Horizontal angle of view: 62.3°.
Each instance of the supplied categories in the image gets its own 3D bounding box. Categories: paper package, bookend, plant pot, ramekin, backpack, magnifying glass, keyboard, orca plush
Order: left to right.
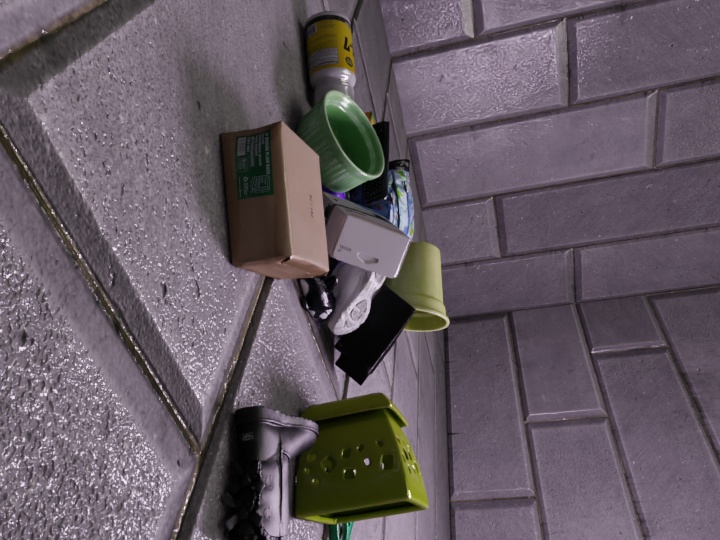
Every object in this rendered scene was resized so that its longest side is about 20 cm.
[{"bbox_3d":[-0.126,-0.098,0.918,0.190,0.101,0.206,26,58,-75],"label":"paper package"},{"bbox_3d":[-0.076,0.008,1.149,0.105,0.069,0.205,-59,140,-71],"label":"orca plush"},{"bbox_3d":[-0.046,-0.265,1.258,0.199,0.096,0.204,37,39,-37],"label":"ramekin"},{"bbox_3d":[-0.027,0.504,1.202,0.200,0.022,0.082,29,54,-73],"label":"magnifying glass"},{"bbox_3d":[0.000,0.329,1.043,0.201,0.194,0.185,59,20,-60],"label":"plant pot"},{"bbox_3d":[0.011,0.172,1.334,0.199,0.091,0.201,-48,170,-35],"label":"bookend"},{"bbox_3d":[0.015,-0.235,1.343,0.020,0.126,0.205,22,61,-39],"label":"keyboard"},{"bbox_3d":[0.050,-0.139,1.379,0.153,0.160,0.205,-18,95,-55],"label":"backpack"},{"bbox_3d":[0.129,0.034,1.479,0.201,0.195,0.189,55,39,-64],"label":"plant pot"}]

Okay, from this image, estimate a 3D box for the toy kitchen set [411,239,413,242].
[{"bbox_3d":[0.138,-0.072,1.878,0.183,0.195,0.166,-83,161,-49],"label":"toy kitchen set"}]

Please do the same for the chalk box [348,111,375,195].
[{"bbox_3d":[-0.010,-0.275,1.511,0.125,0.122,0.203,-81,160,-52],"label":"chalk box"}]

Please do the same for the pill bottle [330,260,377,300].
[{"bbox_3d":[0.000,0.000,1.406,0.200,0.111,0.117,-63,143,-68],"label":"pill bottle"}]

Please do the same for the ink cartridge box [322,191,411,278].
[{"bbox_3d":[-0.007,-0.073,1.156,0.086,0.142,0.200,-67,-156,13],"label":"ink cartridge box"}]

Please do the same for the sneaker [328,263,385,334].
[{"bbox_3d":[-0.021,0.042,1.249,0.202,0.098,0.078,-58,144,-22],"label":"sneaker"}]

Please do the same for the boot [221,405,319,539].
[{"bbox_3d":[-0.114,0.282,0.810,0.198,0.072,0.166,44,37,-60],"label":"boot"}]

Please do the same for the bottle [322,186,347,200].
[{"bbox_3d":[-0.064,-0.163,1.324,0.203,0.064,0.085,-85,162,-44],"label":"bottle"}]

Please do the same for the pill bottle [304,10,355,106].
[{"bbox_3d":[-0.069,-0.481,1.386,0.114,0.111,0.206,29,54,-74],"label":"pill bottle"}]
